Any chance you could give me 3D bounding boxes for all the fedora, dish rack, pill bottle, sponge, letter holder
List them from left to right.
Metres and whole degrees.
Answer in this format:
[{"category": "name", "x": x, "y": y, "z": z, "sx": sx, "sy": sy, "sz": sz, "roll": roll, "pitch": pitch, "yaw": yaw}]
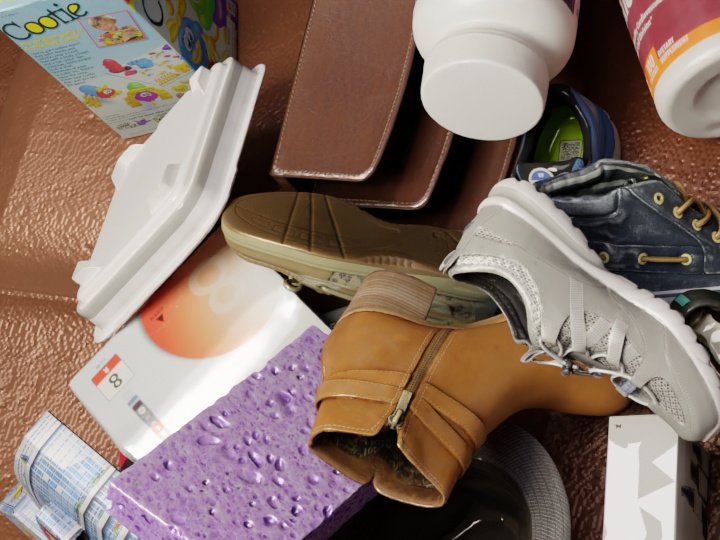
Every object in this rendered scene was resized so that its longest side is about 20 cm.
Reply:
[{"category": "dish rack", "x": -0.142, "y": -0.059, "z": 1.545, "sx": 0.172, "sy": 0.043, "sz": 0.200, "roll": -44, "pitch": 20, "yaw": 35}, {"category": "sponge", "x": -0.050, "y": 0.117, "z": 1.331, "sx": 0.111, "sy": 0.030, "sz": 0.200, "roll": 33, "pitch": 45, "yaw": 21}, {"category": "letter holder", "x": 0.038, "y": -0.135, "z": 1.540, "sx": 0.141, "sy": 0.101, "sz": 0.201, "roll": 4, "pitch": 69, "yaw": 25}, {"category": "fedora", "x": 0.056, "y": 0.198, "z": 1.381, "sx": 0.176, "sy": 0.090, "sz": 0.201, "roll": 7, "pitch": 64, "yaw": 27}, {"category": "pill bottle", "x": 0.095, "y": -0.191, "z": 1.465, "sx": 0.112, "sy": 0.112, "sz": 0.201, "roll": -6, "pitch": 54, "yaw": 23}, {"category": "pill bottle", "x": 0.229, "y": -0.201, "z": 1.467, "sx": 0.114, "sy": 0.114, "sz": 0.201, "roll": -23, "pitch": 59, "yaw": 15}]

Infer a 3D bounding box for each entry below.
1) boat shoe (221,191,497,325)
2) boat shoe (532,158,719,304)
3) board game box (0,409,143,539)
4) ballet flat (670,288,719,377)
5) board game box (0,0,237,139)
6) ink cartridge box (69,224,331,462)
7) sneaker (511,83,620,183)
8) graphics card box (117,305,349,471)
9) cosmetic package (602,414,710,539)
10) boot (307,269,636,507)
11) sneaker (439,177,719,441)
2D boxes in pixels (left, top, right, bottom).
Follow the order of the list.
[{"category": "boat shoe", "x": 0.000, "y": 0.000, "z": 1.460, "sx": 0.199, "sy": 0.063, "sz": 0.073, "roll": 14, "pitch": 35, "yaw": -5}, {"category": "boat shoe", "x": 0.204, "y": -0.025, "z": 1.372, "sx": 0.199, "sy": 0.091, "sz": 0.071, "roll": -9, "pitch": 26, "yaw": -6}, {"category": "board game box", "x": -0.164, "y": 0.175, "z": 1.409, "sx": 0.200, "sy": 0.200, "sz": 0.062, "roll": 36, "pitch": 74, "yaw": 22}, {"category": "ballet flat", "x": 0.258, "y": 0.089, "z": 1.308, "sx": 0.200, "sy": 0.068, "sz": 0.068, "roll": 42, "pitch": 89, "yaw": 12}, {"category": "board game box", "x": -0.181, "y": -0.196, "z": 1.613, "sx": 0.104, "sy": 0.200, "sz": 0.104, "roll": -11, "pitch": 63, "yaw": 20}, {"category": "ink cartridge box", "x": -0.087, "y": 0.085, "z": 1.467, "sx": 0.162, "sy": 0.050, "sz": 0.200, "roll": -46, "pitch": 50, "yaw": -1}, {"category": "sneaker", "x": 0.129, "y": -0.033, "z": 1.454, "sx": 0.078, "sy": 0.089, "sz": 0.201, "roll": -8, "pitch": 66, "yaw": 23}, {"category": "graphics card box", "x": -0.075, "y": 0.114, "z": 1.509, "sx": 0.199, "sy": 0.051, "sz": 0.126, "roll": -17, "pitch": 61, "yaw": 17}, {"category": "cosmetic package", "x": 0.181, "y": 0.196, "z": 1.328, "sx": 0.050, "sy": 0.083, "sz": 0.201, "roll": -5, "pitch": 66, "yaw": 24}, {"category": "boot", "x": 0.070, "y": 0.082, "z": 1.321, "sx": 0.199, "sy": 0.077, "sz": 0.156, "roll": 22, "pitch": 39, "yaw": -1}, {"category": "sneaker", "x": 0.132, "y": 0.039, "z": 1.307, "sx": 0.200, "sy": 0.075, "sz": 0.082, "roll": 42, "pitch": 70, "yaw": 11}]
